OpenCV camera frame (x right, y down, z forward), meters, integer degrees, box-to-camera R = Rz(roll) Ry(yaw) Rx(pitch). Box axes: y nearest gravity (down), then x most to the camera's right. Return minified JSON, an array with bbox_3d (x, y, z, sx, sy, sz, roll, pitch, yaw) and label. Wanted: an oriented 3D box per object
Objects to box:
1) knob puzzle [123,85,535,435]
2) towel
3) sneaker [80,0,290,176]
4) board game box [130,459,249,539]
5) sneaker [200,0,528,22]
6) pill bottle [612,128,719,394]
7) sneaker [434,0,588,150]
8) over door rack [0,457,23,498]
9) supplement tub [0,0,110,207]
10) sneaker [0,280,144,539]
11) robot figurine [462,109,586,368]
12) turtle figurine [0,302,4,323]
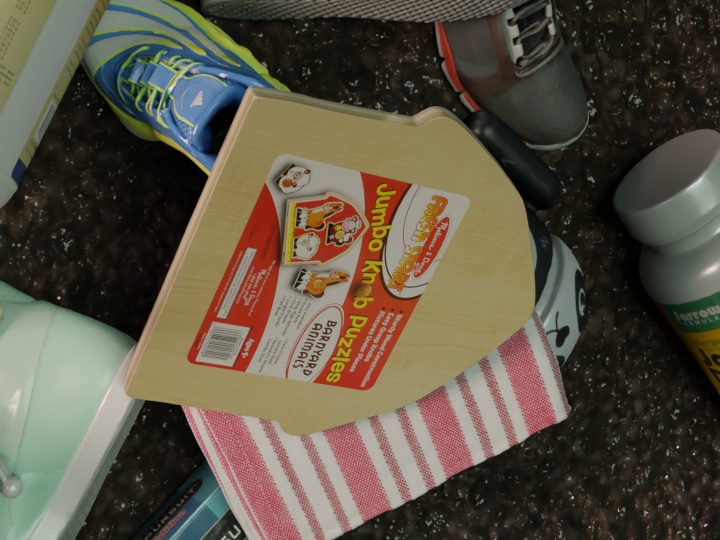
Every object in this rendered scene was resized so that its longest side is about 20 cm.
[{"bbox_3d":[0.000,0.000,0.747,0.217,0.031,0.222,-11,129,-13],"label":"knob puzzle"},{"bbox_3d":[0.006,0.059,0.811,0.198,0.030,0.148,-25,115,-5],"label":"towel"},{"bbox_3d":[-0.083,-0.096,0.774,0.199,0.105,0.076,37,84,15],"label":"sneaker"},{"bbox_3d":[-0.061,0.224,0.871,0.151,0.047,0.201,-45,110,-18],"label":"board game box"},{"bbox_3d":[0.007,-0.204,0.851,0.197,0.073,0.116,2,84,-3],"label":"sneaker"},{"bbox_3d":[0.256,0.009,0.990,0.113,0.112,0.201,-45,110,-18],"label":"pill bottle"},{"bbox_3d":[0.087,-0.159,0.915,0.077,0.082,0.201,-43,109,-19],"label":"sneaker"},{"bbox_3d":[-0.240,0.183,0.693,0.066,0.148,0.201,34,95,9],"label":"over door rack"},{"bbox_3d":[-0.198,-0.146,0.735,0.143,0.144,0.202,29,78,-24],"label":"supplement tub"},{"bbox_3d":[-0.201,0.105,0.794,0.117,0.074,0.202,29,94,1],"label":"sneaker"},{"bbox_3d":[0.042,-0.004,0.872,0.199,0.150,0.126,37,32,-23],"label":"robot figurine"},{"bbox_3d":[-0.232,-0.019,0.689,0.198,0.162,0.065,22,74,10],"label":"turtle figurine"}]
